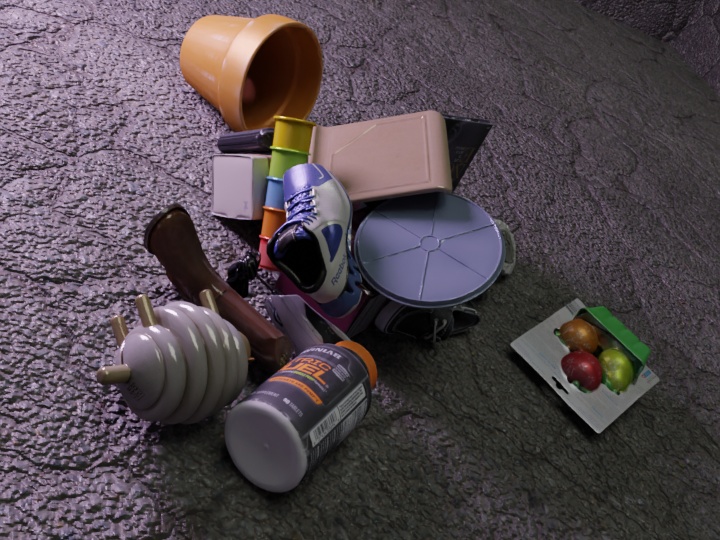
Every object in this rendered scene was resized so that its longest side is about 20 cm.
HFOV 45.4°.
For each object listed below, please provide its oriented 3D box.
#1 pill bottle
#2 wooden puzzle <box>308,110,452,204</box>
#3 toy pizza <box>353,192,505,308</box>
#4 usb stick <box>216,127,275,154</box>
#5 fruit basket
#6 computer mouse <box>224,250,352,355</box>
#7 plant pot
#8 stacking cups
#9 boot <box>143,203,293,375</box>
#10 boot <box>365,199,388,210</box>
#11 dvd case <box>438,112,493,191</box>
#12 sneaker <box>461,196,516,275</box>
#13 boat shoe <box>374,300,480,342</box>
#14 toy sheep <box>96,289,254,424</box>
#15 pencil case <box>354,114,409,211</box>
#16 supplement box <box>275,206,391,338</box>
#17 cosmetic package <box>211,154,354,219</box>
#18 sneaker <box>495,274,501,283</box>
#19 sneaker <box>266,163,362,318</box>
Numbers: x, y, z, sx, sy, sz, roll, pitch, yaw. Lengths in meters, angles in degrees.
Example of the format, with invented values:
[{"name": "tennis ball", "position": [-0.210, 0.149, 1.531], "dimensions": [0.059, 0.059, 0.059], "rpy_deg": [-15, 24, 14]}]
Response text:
[{"name": "pill bottle", "position": [-0.055, 0.149, 0.959], "dimensions": [0.106, 0.107, 0.200], "rpy_deg": [38, 33, 11]}, {"name": "wooden puzzle", "position": [0.026, -0.153, 1.205], "dimensions": [0.196, 0.038, 0.187], "rpy_deg": [-4, 43, 5]}, {"name": "toy pizza", "position": [0.089, -0.026, 1.121], "dimensions": [0.196, 0.032, 0.203], "rpy_deg": [-1, 50, 1]}, {"name": "usb stick", "position": [-0.162, -0.191, 1.285], "dimensions": [0.054, 0.033, 0.199], "rpy_deg": [-2, 6, -27]}, {"name": "fruit basket", "position": [0.348, 0.145, 1.333], "dimensions": [0.198, 0.095, 0.185], "rpy_deg": [-29, 64, -36]}, {"name": "computer mouse", "position": [-0.087, 0.062, 1.061], "dimensions": [0.199, 0.109, 0.044], "rpy_deg": [41, 58, -11]}, {"name": "plant pot", "position": [-0.191, -0.332, 1.416], "dimensions": [0.182, 0.204, 0.199], "rpy_deg": [28, 28, 28]}, {"name": "stacking cups", "position": [-0.103, -0.101, 1.153], "dimensions": [0.059, 0.204, 0.061], "rpy_deg": [9, 3, -1]}, {"name": "boot", "position": [-0.154, 0.031, 0.989], "dimensions": [0.064, 0.187, 0.200], "rpy_deg": [-42, 72, -15]}, {"name": "boot", "position": [0.066, -0.074, 1.212], "dimensions": [0.135, 0.078, 0.202], "rpy_deg": [3, 43, -15]}, {"name": "dvd case", "position": [0.120, -0.169, 1.430], "dimensions": [0.147, 0.202, 0.016], "rpy_deg": [-2, 44, -40]}, {"name": "sneaker", "position": [0.184, -0.054, 1.448], "dimensions": [0.199, 0.098, 0.079], "rpy_deg": [38, 59, -34]}, {"name": "boat shoe", "position": [0.102, 0.070, 1.230], "dimensions": [0.198, 0.072, 0.068], "rpy_deg": [-2, 43, -51]}, {"name": "toy sheep", "position": [-0.191, 0.094, 0.898], "dimensions": [0.198, 0.139, 0.138], "rpy_deg": [-6, 48, -49]}, {"name": "pencil case", "position": [0.044, -0.148, 1.347], "dimensions": [0.082, 0.200, 0.092], "rpy_deg": [28, 39, -15]}, {"name": "supplement box", "position": [0.000, 0.000, 1.200], "dimensions": [0.131, 0.104, 0.199], "rpy_deg": [43, 34, 16]}, {"name": "cosmetic package", "position": [-0.110, -0.126, 1.257], "dimensions": [0.102, 0.089, 0.198], "rpy_deg": [11, 14, 43]}, {"name": "sneaker", "position": [0.154, 0.002, 1.319], "dimensions": [0.199, 0.086, 0.077], "rpy_deg": [6, 75, -68]}, {"name": "sneaker", "position": [-0.061, -0.050, 1.041], "dimensions": [0.115, 0.079, 0.203], "rpy_deg": [31, 40, -58]}]
